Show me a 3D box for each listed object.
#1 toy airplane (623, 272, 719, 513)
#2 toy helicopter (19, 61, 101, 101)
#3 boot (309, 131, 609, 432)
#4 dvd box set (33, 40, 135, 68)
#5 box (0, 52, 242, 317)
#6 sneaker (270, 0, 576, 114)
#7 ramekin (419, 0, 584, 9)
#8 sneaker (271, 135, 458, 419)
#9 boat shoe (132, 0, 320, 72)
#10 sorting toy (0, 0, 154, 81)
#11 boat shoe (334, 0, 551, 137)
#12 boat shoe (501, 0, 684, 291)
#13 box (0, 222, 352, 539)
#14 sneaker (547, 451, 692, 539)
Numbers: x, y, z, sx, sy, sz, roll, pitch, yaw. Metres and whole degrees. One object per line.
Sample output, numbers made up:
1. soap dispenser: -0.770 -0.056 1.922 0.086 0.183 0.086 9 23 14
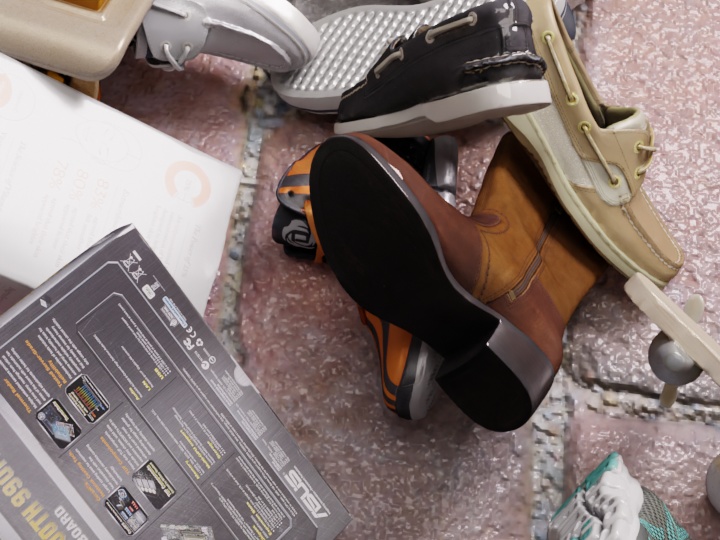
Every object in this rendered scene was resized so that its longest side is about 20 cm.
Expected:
1. toy airplane: 0.242 0.098 0.837 0.198 0.141 0.201 16 41 -31
2. toy helicopter: -0.257 -0.099 0.929 0.199 0.133 0.079 -28 36 1
3. boot: 0.068 -0.034 0.864 0.188 0.068 0.200 46 37 -8
4. dvd box set: -0.230 -0.229 0.999 0.146 0.029 0.201 -18 89 -11
5. box: -0.185 -0.029 0.857 0.199 0.097 0.125 26 59 -22
6. sneaker: 0.044 -0.131 0.990 0.199 0.079 0.079 -11 57 19
7. ramekin: 0.096 -0.258 1.044 0.201 0.094 0.203 2 62 -3
8. sneaker: 0.000 0.000 0.919 0.111 0.078 0.201 3 51 3
9. boat shoe: -0.126 -0.161 0.955 0.199 0.072 0.069 24 69 -10
10. sorting toy: -0.199 -0.205 0.891 0.184 0.037 0.200 17 46 0
11. boat shoe: 0.040 -0.110 0.862 0.074 0.200 0.061 -7 92 -22
12. boat shoe: 0.142 -0.075 0.915 0.200 0.066 0.074 51 22 -16
13. box: -0.119 0.102 0.768 0.158 0.048 0.200 -43 101 -33
14. sneaker: 0.144 0.162 0.788 0.091 0.200 0.078 40 110 3
